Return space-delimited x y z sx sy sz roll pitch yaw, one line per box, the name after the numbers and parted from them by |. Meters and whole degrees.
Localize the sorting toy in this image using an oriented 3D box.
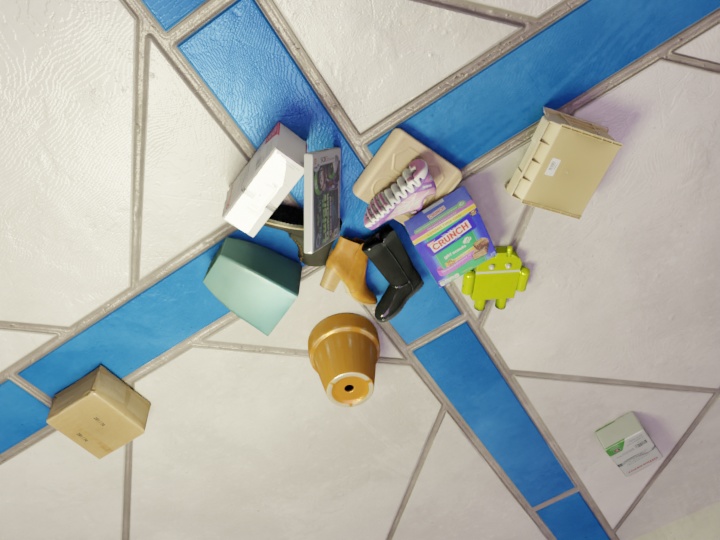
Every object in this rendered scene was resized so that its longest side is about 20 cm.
0.108 -0.207 1.410 0.198 0.037 0.186 30 115 -21 | sorting toy

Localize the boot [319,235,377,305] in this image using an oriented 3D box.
-0.001 0.000 1.515 0.200 0.071 0.146 21 101 -41 | boot

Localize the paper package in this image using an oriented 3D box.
-0.704 0.385 1.643 0.189 0.104 0.201 -30 124 14 | paper package

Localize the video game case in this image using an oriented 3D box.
-0.079 -0.154 1.296 0.023 0.182 0.204 6 106 15 | video game case

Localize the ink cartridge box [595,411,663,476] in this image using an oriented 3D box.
0.907 0.589 2.052 0.146 0.084 0.200 -34 122 14 | ink cartridge box

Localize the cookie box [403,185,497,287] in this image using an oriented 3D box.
0.218 -0.076 1.461 0.170 0.076 0.200 -31 136 7 | cookie box

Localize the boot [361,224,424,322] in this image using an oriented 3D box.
0.060 0.010 1.500 0.165 0.065 0.201 -46 133 -14 | boot

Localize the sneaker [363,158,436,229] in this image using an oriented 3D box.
0.094 -0.154 1.379 0.200 0.081 0.088 -41 124 18 | sneaker

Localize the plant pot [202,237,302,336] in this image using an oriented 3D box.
-0.260 0.022 1.446 0.198 0.142 0.142 32 115 -18 | plant pot

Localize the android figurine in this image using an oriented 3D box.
0.355 0.019 1.599 0.179 0.041 0.203 -2 126 -8 | android figurine

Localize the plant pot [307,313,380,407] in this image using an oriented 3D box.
-0.036 0.249 1.606 0.196 0.184 0.203 -4 125 -6 | plant pot

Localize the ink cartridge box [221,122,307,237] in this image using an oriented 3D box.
-0.203 -0.194 1.297 0.082 0.147 0.200 32 115 -24 | ink cartridge box

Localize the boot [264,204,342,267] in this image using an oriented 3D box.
-0.153 -0.072 1.438 0.197 0.078 0.140 10 127 -14 | boot

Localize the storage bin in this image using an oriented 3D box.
0.460 -0.244 1.402 0.195 0.094 0.202 13 122 -16 | storage bin
